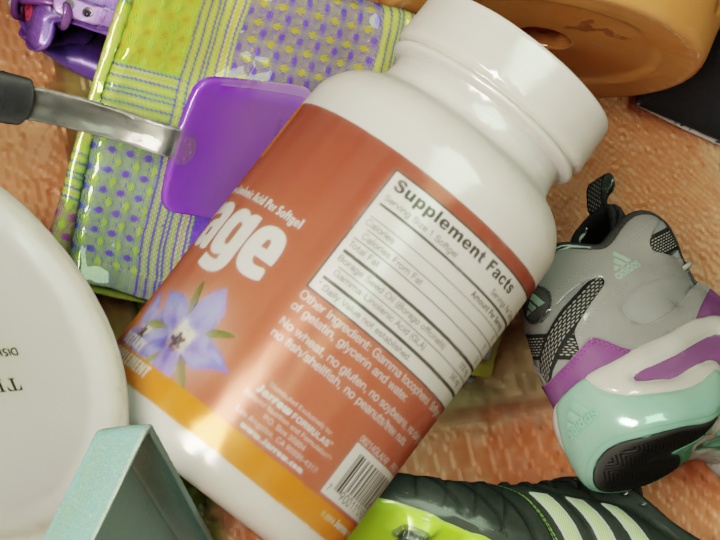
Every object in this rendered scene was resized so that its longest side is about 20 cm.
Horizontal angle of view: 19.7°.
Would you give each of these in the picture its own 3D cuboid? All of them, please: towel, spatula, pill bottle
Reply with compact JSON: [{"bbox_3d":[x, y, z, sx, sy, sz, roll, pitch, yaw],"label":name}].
[{"bbox_3d":[-0.016,-0.040,0.830,0.199,0.023,0.144,15,93,-26],"label":"towel"},{"bbox_3d":[-0.104,-0.056,0.750,0.199,0.021,0.057,10,105,-31],"label":"spatula"},{"bbox_3d":[0.000,0.000,0.771,0.112,0.112,0.200,39,83,-10],"label":"pill bottle"}]

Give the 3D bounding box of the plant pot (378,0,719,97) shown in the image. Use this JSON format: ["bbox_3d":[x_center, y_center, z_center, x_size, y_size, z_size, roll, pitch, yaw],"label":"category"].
[{"bbox_3d":[0.084,-0.160,0.874,0.199,0.200,0.141,15,77,-22],"label":"plant pot"}]

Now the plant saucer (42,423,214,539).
[{"bbox_3d":[-0.078,0.102,0.687,0.019,0.200,0.070,22,74,8],"label":"plant saucer"}]

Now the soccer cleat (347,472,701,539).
[{"bbox_3d":[0.077,0.114,0.843,0.199,0.068,0.081,22,46,-21],"label":"soccer cleat"}]

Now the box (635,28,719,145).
[{"bbox_3d":[0.225,-0.152,0.932,0.104,0.200,0.149,20,62,-21],"label":"box"}]

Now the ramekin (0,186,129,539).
[{"bbox_3d":[-0.165,0.042,0.677,0.202,0.094,0.203,30,38,-27],"label":"ramekin"}]

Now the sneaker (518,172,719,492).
[{"bbox_3d":[0.138,0.019,0.894,0.200,0.078,0.140,7,50,-49],"label":"sneaker"}]

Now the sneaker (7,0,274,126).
[{"bbox_3d":[-0.116,-0.131,0.821,0.083,0.081,0.200,-43,95,-27],"label":"sneaker"}]
